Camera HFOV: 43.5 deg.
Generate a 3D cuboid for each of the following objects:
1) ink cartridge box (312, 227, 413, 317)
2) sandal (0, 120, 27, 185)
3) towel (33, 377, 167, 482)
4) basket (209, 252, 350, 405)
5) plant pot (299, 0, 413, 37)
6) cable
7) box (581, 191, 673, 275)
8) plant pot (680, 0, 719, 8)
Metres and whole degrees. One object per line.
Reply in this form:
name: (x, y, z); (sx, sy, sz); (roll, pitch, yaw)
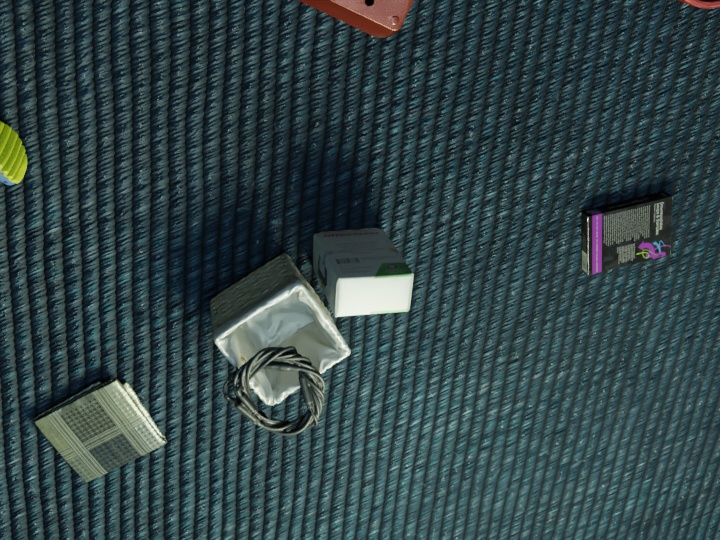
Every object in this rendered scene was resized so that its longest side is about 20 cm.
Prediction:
ink cartridge box: (0.000, 0.000, 1.708); (0.145, 0.200, 0.088); (-4, 120, -15)
sandal: (-0.635, -0.222, 1.495); (0.087, 0.080, 0.200); (-12, 129, 25)
towel: (-0.520, 0.317, 1.813); (0.192, 0.035, 0.200); (-26, 122, 1)
basket: (-0.161, 0.110, 1.736); (0.200, 0.161, 0.198); (-34, 120, 1)
plant pot: (0.011, -0.496, 1.481); (0.200, 0.176, 0.200); (19, 108, -24)
cable: (-0.147, 0.227, 1.686); (0.163, 0.051, 0.200); (-45, 115, 3)
box: (0.569, -0.079, 1.928); (0.200, 0.036, 0.143); (-12, 119, -9)
plant pot: (0.590, -0.581, 1.603); (0.200, 0.183, 0.201); (-7, 117, -14)
